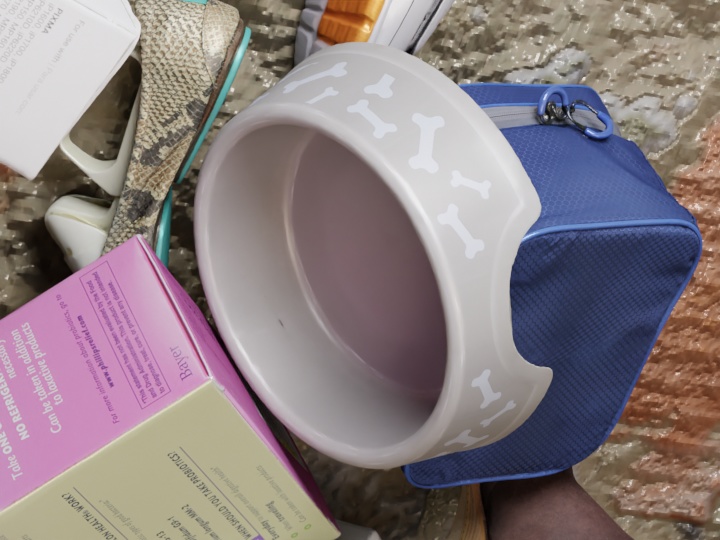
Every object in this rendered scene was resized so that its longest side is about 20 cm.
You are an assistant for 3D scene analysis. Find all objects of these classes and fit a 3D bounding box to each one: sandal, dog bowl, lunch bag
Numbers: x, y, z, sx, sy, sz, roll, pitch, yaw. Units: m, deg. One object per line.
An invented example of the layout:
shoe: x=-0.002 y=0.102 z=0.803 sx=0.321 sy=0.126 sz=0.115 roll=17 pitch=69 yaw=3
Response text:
sandal: x=0.030 y=-0.158 z=1.052 sx=0.059 sy=0.079 sz=0.208 roll=14 pitch=113 yaw=-25
dog bowl: x=0.000 y=0.000 z=1.026 sx=0.058 sy=0.199 sz=0.201 roll=-25 pitch=132 yaw=-38
lunch bag: x=0.070 y=-0.005 z=1.129 sx=0.135 sy=0.133 sz=0.201 roll=-1 pitch=130 yaw=-33

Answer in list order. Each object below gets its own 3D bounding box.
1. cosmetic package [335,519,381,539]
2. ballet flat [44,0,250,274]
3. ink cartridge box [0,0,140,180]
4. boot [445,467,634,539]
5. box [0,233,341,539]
cosmetic package: x=-0.070 y=0.220 z=1.182 sx=0.200 sy=0.101 sz=0.074 roll=-53 pitch=134 yaw=-30
ballet flat: x=-0.112 y=-0.045 z=1.083 sx=0.075 sy=0.068 sz=0.201 roll=15 pitch=116 yaw=-6
ink cartridge box: x=-0.206 y=-0.142 z=0.929 sx=0.199 sy=0.148 sz=0.086 roll=31 pitch=107 yaw=-32
boot: x=0.123 y=0.149 z=1.190 sx=0.201 sy=0.166 sz=0.072 roll=-60 pitch=138 yaw=-22
box: x=-0.138 y=0.109 z=1.071 sx=0.199 sy=0.097 sz=0.176 roll=-33 pitch=144 yaw=1
